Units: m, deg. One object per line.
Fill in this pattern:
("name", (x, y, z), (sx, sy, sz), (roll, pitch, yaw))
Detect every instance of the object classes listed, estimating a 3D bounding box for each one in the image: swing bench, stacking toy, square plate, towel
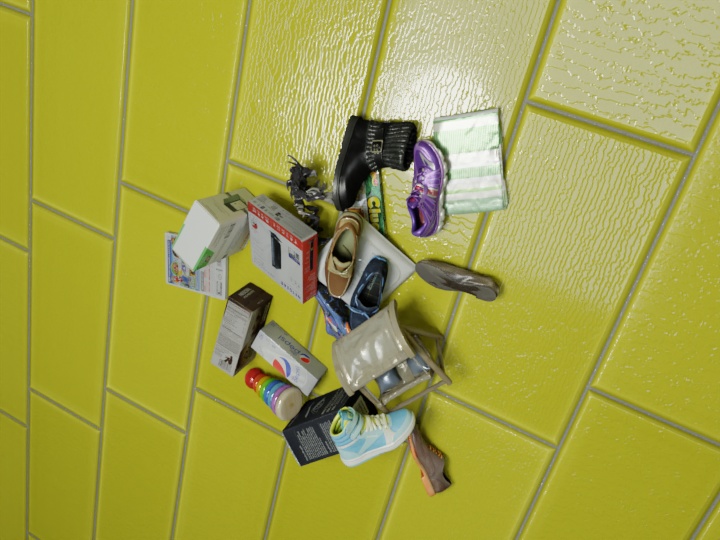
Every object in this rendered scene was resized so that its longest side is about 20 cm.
("swing bench", (0.067, 0.203, 1.261), (0.197, 0.133, 0.198), (-36, 128, 28))
("stacking toy", (-0.239, 0.310, 1.472), (0.196, 0.084, 0.089), (23, 117, 41))
("square plate", (0.000, 0.000, 1.297), (0.198, 0.029, 0.198), (39, 119, -13))
("towel", (0.226, -0.222, 1.171), (0.147, 0.023, 0.208), (-2, 107, 24))

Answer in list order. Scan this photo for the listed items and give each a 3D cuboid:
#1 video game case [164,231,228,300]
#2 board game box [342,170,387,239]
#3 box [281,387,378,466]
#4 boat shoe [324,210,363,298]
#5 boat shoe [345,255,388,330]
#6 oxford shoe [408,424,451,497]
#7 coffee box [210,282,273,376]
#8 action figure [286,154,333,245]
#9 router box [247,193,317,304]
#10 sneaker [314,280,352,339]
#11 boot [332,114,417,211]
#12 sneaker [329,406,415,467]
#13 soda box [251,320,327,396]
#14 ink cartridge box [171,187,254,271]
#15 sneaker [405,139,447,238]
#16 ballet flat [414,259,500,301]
("video game case", (-0.441, -0.014, 1.510), (0.193, 0.018, 0.149), (14, 111, 18))
("board game box", (0.008, -0.126, 1.290), (0.101, 0.023, 0.208), (-2, 106, 20))
("box", (-0.075, 0.383, 1.414), (0.196, 0.148, 0.107), (-27, 97, 28))
("boat shoe", (-0.043, -0.027, 1.228), (0.073, 0.075, 0.206), (12, 121, 2))
("boat shoe", (0.009, 0.064, 1.275), (0.081, 0.069, 0.206), (12, 121, 2))
("oxford shoe", (0.167, 0.455, 1.391), (0.071, 0.071, 0.206), (-21, 103, 6))
("coffee box", (-0.307, 0.151, 1.454), (0.078, 0.113, 0.206), (26, 114, 11))
("action figure", (-0.112, -0.166, 1.271), (0.098, 0.120, 0.206), (-14, 124, -7))
("router box", (-0.181, -0.051, 1.310), (0.198, 0.048, 0.184), (34, 138, 31))
("sneaker", (-0.065, 0.116, 1.368), (0.077, 0.075, 0.203), (-32, 91, 30))
("boot", (0.030, -0.220, 1.198), (0.153, 0.079, 0.219), (15, 96, 17))
("sneaker", (0.021, 0.343, 1.251), (0.196, 0.080, 0.133), (-31, 118, 0))
("soda box", (-0.184, 0.225, 1.452), (0.198, 0.068, 0.064), (39, 117, 6))
("ink cartridge box", (-0.333, -0.102, 1.338), (0.084, 0.199, 0.147), (41, 116, 7))
("sneaker", (0.133, -0.168, 1.178), (0.079, 0.082, 0.208), (14, 114, 49))
("ballet flat", (0.214, 0.014, 1.241), (0.194, 0.047, 0.069), (17, 144, 22))
